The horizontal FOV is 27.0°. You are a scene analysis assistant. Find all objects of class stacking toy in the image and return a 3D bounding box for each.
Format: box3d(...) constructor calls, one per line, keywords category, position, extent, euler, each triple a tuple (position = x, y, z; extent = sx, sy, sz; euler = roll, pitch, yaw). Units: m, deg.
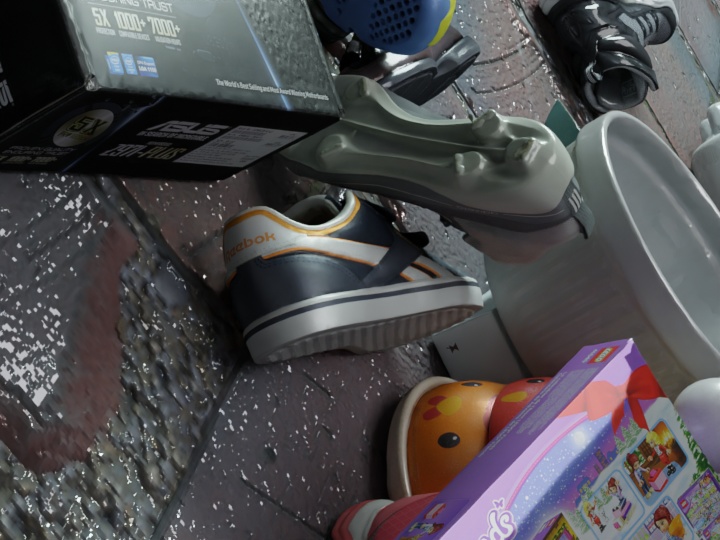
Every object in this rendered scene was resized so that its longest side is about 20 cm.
box3d(category="stacking toy", position=(0.128, 0.101, 0.810), extent=(0.146, 0.200, 0.146), euler=(39, 38, -40))

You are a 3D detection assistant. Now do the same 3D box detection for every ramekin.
box3d(category="ramekin", position=(0.164, 0.013, 0.918), extent=(0.200, 0.105, 0.200), euler=(41, 29, -29))

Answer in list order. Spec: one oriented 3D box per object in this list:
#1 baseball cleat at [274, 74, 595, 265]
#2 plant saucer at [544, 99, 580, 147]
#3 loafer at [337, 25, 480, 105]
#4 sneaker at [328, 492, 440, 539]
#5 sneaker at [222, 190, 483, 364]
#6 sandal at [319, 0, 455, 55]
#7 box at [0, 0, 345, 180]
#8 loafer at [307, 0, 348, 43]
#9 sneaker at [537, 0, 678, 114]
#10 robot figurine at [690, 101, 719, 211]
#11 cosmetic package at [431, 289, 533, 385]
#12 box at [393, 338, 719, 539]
box3d(category="baseball cleat", position=(0.032, -0.048, 0.808), extent=(0.070, 0.200, 0.106), euler=(-54, 137, -17))
box3d(category="plant saucer", position=(0.177, -0.029, 1.105), extent=(0.200, 0.036, 0.200), euler=(60, 7, -13))
box3d(category="loafer", position=(0.015, -0.131, 0.943), extent=(0.063, 0.072, 0.200), euler=(49, 26, 3))
box3d(category="sneaker", position=(0.025, 0.183, 0.697), extent=(0.074, 0.087, 0.200), euler=(42, 37, -35))
box3d(category="sneaker", position=(0.000, 0.000, 0.800), extent=(0.200, 0.078, 0.079), euler=(2, 64, -62))
box3d(category="sandal", position=(-0.034, -0.187, 0.847), extent=(0.200, 0.080, 0.087), euler=(39, 35, 19))
box3d(category="box", position=(-0.114, -0.134, 0.699), extent=(0.200, 0.086, 0.164), euler=(-2, 70, -59))
box3d(category="loafer", position=(0.003, -0.233, 0.978), extent=(0.073, 0.072, 0.200), euler=(40, 38, -38))
box3d(category="sneaker", position=(0.234, -0.196, 1.338), extent=(0.200, 0.075, 0.114), euler=(1, 69, -52))
box3d(category="robot figurine", position=(0.394, -0.071, 1.467), extent=(0.170, 0.113, 0.200), euler=(71, 4, -73))
box3d(category="cosmetic package", position=(0.134, 0.102, 0.977), extent=(0.200, 0.052, 0.151), euler=(64, 31, -3))
box3d(category="box", position=(0.092, 0.144, 0.687), extent=(0.200, 0.039, 0.137), euler=(-40, 103, -31))
